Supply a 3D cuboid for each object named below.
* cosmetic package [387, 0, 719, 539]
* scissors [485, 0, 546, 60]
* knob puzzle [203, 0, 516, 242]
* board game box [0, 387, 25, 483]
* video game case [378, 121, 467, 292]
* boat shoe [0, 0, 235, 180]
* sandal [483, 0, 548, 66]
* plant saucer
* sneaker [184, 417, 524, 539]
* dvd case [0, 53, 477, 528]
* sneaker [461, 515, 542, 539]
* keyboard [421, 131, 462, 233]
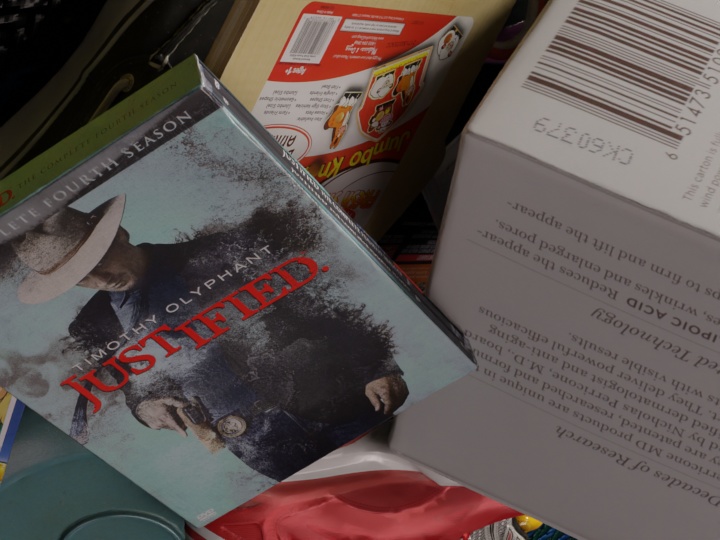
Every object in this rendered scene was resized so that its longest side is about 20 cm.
[{"bbox_3d":[0.128,-0.003,0.780,0.165,0.165,0.200,-56,164,-41],"label":"cosmetic package"},{"bbox_3d":[0.084,-0.183,0.778,0.073,0.014,0.200,29,95,-13],"label":"scissors"},{"bbox_3d":[-0.029,-0.047,0.731,0.220,0.030,0.220,-39,153,-25],"label":"knob puzzle"},{"bbox_3d":[-0.234,0.053,0.697,0.199,0.035,0.136,3,133,-24],"label":"board game box"},{"bbox_3d":[0.000,0.000,0.903,0.200,0.026,0.181,-1,134,-47],"label":"video game case"},{"bbox_3d":[-0.086,-0.062,0.724,0.200,0.064,0.071,-46,149,13],"label":"boat shoe"},{"bbox_3d":[0.074,-0.121,0.827,0.200,0.048,0.075,-30,149,-11],"label":"sandal"},{"bbox_3d":[-0.119,0.134,0.899,0.199,0.027,0.200,-3,132,-3],"label":"plant saucer"},{"bbox_3d":[0.007,0.124,0.865,0.199,0.078,0.116,6,109,-16],"label":"sneaker"},{"bbox_3d":[-0.063,0.019,0.682,0.146,0.022,0.200,-31,135,13],"label":"dvd case"},{"bbox_3d":[0.058,0.136,0.977,0.082,0.078,0.200,18,141,-2],"label":"sneaker"},{"bbox_3d":[0.103,-0.092,0.883,0.200,0.011,0.056,-44,145,-17],"label":"keyboard"}]
